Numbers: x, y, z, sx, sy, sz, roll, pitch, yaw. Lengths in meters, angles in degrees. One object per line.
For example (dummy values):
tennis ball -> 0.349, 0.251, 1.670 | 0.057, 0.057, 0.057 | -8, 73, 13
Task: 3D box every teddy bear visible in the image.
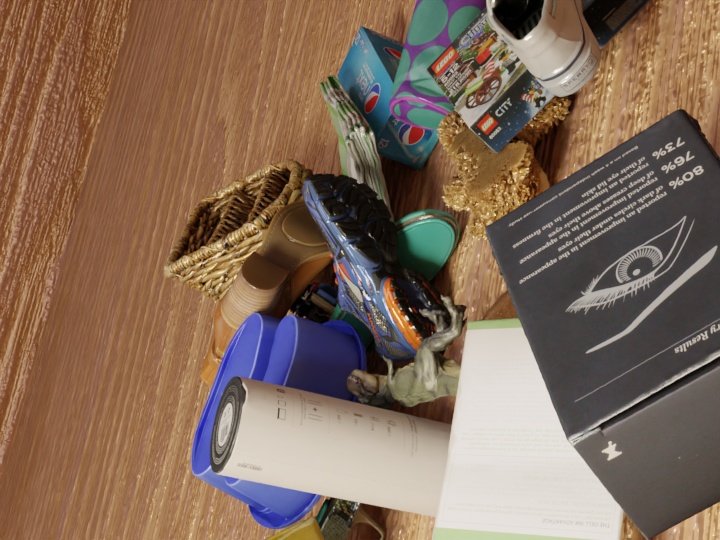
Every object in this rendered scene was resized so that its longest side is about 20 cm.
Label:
teddy bear -> 0.122, -0.103, 1.065 | 0.145, 0.067, 0.200 | -49, 25, 6

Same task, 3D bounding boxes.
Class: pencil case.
pencil case -> 0.091, -0.234, 1.201 | 0.085, 0.092, 0.201 | 9, 75, 31

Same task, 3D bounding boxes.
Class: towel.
towel -> -0.006, -0.109, 1.287 | 0.200, 0.030, 0.150 | -117, 12, -63

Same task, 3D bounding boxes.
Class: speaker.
speaker -> -0.017, 0.145, 1.004 | 0.081, 0.199, 0.082 | -166, 90, -70

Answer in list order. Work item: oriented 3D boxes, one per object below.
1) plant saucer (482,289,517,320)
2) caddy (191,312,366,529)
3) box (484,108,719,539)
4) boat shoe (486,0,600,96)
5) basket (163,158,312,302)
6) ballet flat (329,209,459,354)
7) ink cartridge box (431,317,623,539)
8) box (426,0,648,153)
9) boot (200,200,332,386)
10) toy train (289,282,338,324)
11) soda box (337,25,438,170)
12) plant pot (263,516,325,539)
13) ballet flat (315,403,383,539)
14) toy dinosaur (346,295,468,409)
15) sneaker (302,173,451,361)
plant saucer -> 0.126, 0.083, 0.940 | 0.200, 0.036, 0.202 | -48, 32, 45
caddy -> -0.066, 0.132, 1.122 | 0.141, 0.105, 0.201 | 1, 68, 55
box -> 0.176, 0.026, 0.711 | 0.147, 0.104, 0.201 | -31, 36, 14
boat shoe -> 0.131, -0.210, 0.947 | 0.074, 0.067, 0.200 | -43, 31, 15
basket -> -0.116, -0.056, 1.391 | 0.143, 0.148, 0.200 | -59, 7, 27
ballet flat -> 0.029, 0.001, 1.192 | 0.200, 0.067, 0.071 | -54, 11, 32
ink cartridge box -> 0.125, 0.129, 0.819 | 0.145, 0.048, 0.201 | -5, 66, 39
box -> 0.152, -0.205, 1.022 | 0.200, 0.038, 0.137 | -45, 30, 12
boot -> -0.091, 0.021, 1.255 | 0.200, 0.074, 0.155 | -39, -18, -48
toy train -> -0.049, 0.035, 1.328 | 0.046, 0.034, 0.200 | -55, 7, -3
soda box -> 0.032, -0.190, 1.327 | 0.068, 0.064, 0.200 | -61, 24, 23
plant pot -> -0.099, 0.354, 1.016 | 0.201, 0.195, 0.194 | 59, 143, 5
ballet flat -> -0.002, 0.208, 1.098 | 0.201, 0.074, 0.074 | -66, 23, 11
toy dinosaur -> 0.061, 0.071, 0.999 | 0.200, 0.047, 0.089 | -12, 62, 59
sneaker -> 0.000, 0.000, 1.120 | 0.078, 0.075, 0.201 | -40, 75, 40
